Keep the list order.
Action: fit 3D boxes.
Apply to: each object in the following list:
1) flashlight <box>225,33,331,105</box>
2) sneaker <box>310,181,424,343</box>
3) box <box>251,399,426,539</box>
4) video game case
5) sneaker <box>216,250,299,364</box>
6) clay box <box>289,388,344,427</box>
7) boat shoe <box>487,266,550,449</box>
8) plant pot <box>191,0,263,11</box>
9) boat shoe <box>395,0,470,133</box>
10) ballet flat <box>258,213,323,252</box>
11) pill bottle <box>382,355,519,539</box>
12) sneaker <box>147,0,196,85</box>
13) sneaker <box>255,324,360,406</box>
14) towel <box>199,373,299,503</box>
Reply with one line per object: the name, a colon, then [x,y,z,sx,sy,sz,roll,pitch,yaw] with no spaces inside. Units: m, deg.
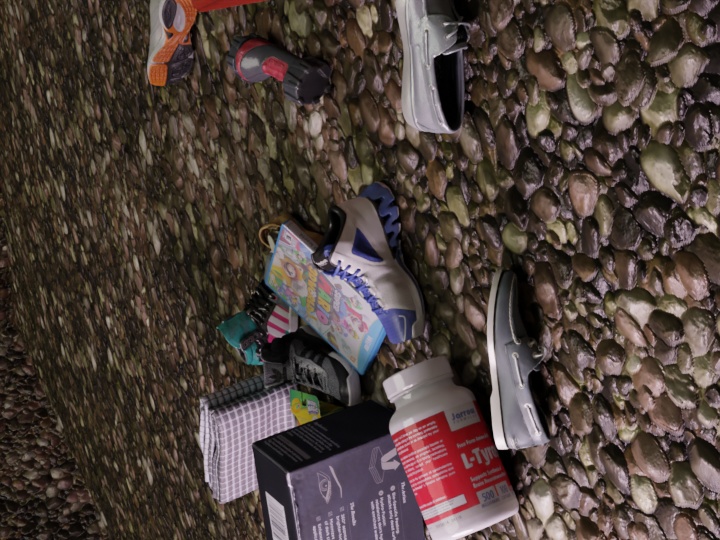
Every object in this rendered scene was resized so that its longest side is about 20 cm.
flashlight: [-0.114,-0.269,1.583,0.200,0.067,0.068,38,136,51]
sneaker: [0.000,-0.001,1.458,0.080,0.114,0.202,-13,93,65]
box: [-0.027,0.310,1.591,0.117,0.198,0.199,23,125,56]
video game case: [-0.047,0.039,1.608,0.200,0.018,0.144,42,144,15]
sneaker: [-0.163,0.067,1.812,0.084,0.120,0.202,40,138,48]
clay box: [-0.052,0.279,1.797,0.115,0.047,0.202,4,107,63]
boat shoe: [0.172,0.095,1.257,0.061,0.073,0.203,0,101,18]
plant pot: [-0.084,-0.418,1.315,0.175,0.199,0.202,2,107,52]
boat shoe: [0.085,-0.241,1.222,0.071,0.070,0.203,20,123,38]
ballet flat: [-0.084,-0.024,1.669,0.200,0.062,0.069,32,132,54]
pill bottle: [0.101,0.210,1.381,0.202,0.111,0.112,68,153,11]
sneaker: [-0.315,-0.398,1.920,0.092,0.075,0.201,64,146,35]
sneaker: [-0.081,0.150,1.696,0.200,0.113,0.076,40,139,55]
towel: [-0.176,0.276,1.912,0.085,0.164,0.202,35,135,43]
